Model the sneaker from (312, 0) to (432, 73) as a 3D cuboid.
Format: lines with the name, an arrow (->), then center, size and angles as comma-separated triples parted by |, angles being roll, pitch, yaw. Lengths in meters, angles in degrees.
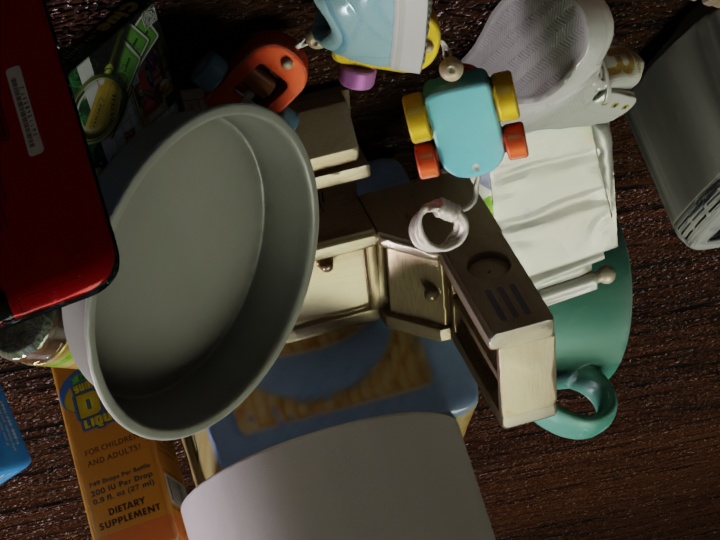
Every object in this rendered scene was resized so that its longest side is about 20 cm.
sneaker -> 0.001, -0.172, 1.370 | 0.081, 0.074, 0.200 | 5, 149, 2

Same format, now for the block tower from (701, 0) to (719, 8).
block tower -> 0.177, -0.201, 1.476 | 0.058, 0.054, 0.199 | -30, 158, 31

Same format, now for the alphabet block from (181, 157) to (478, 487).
alphabet block -> -0.040, 0.060, 1.803 | 0.194, 0.198, 0.200 | -13, 162, -9

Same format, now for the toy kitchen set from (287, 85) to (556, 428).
toy kitchen set -> 0.000, 0.000, 1.595 | 0.199, 0.181, 0.164 | -14, 128, -11

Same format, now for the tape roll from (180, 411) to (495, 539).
tape roll -> -0.008, 0.195, 1.686 | 0.201, 0.140, 0.203 | -16, 163, -5

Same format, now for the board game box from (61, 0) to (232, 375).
board game box -> -0.133, -0.046, 1.434 | 0.105, 0.023, 0.201 | -44, 138, -30

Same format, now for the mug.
mug -> 0.125, 0.022, 1.874 | 0.114, 0.185, 0.153 | -2, 117, -20

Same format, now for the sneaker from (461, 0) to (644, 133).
sneaker -> 0.138, -0.139, 1.606 | 0.115, 0.074, 0.200 | -12, 170, -24

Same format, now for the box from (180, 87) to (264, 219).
box -> -0.170, -0.046, 1.532 | 0.199, 0.096, 0.078 | -8, 160, -25

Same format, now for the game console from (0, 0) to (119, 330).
game console -> -0.213, -0.044, 1.319 | 0.171, 0.201, 0.119 | -20, 163, 6

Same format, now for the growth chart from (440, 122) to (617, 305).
growth chart -> 0.118, -0.050, 1.754 | 0.144, 0.018, 0.201 | -10, 124, -12

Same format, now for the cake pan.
cake pan -> -0.100, -0.003, 1.449 | 0.037, 0.202, 0.200 | 20, -175, 34

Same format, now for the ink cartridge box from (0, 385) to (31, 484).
ink cartridge box -> -0.330, 0.093, 1.644 | 0.084, 0.147, 0.200 | -29, 170, 31

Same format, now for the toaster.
toaster -> 0.259, -0.100, 1.727 | 0.113, 0.130, 0.200 | -8, 160, -25

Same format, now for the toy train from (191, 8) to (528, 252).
toy train -> 0.004, -0.104, 1.522 | 0.199, 0.056, 0.150 | 32, 116, -21

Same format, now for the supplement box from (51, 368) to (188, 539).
supplement box -> -0.176, 0.119, 1.832 | 0.066, 0.201, 0.069 | -20, 159, 8

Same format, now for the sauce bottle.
sauce bottle -> -0.145, 0.031, 1.527 | 0.064, 0.065, 0.199 | -29, 159, 30
